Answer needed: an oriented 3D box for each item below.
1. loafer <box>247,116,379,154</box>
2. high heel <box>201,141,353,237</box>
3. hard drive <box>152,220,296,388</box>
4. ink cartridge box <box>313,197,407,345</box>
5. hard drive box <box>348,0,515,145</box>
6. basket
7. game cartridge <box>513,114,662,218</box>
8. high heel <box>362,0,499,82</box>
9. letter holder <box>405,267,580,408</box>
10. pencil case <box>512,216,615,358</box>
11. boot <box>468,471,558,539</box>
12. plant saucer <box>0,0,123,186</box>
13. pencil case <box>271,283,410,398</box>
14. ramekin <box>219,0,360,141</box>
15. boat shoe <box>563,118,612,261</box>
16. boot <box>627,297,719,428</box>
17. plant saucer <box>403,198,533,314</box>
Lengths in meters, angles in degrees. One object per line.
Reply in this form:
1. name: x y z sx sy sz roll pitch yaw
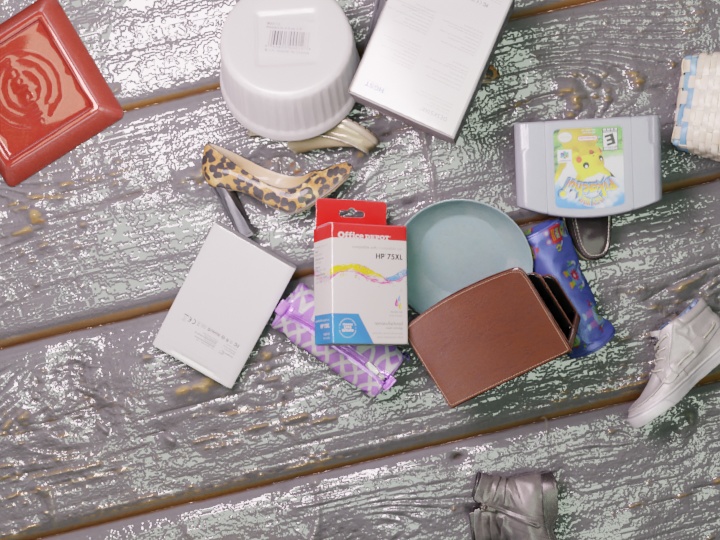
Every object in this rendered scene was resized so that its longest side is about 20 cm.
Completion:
1. loafer: -0.071 -0.193 1.544 0.197 0.076 0.069 17 96 7
2. high heel: -0.120 -0.146 1.542 0.198 0.071 0.144 -25 101 10
3. hard drive: -0.194 0.049 1.569 0.131 0.027 0.202 29 103 -3
4. ink cartridge box: 0.000 0.000 1.502 0.114 0.067 0.204 1 84 -24
5. hard drive box: 0.094 -0.291 1.449 0.154 0.077 0.203 25 92 6
6. basket: 0.534 -0.223 1.503 0.197 0.138 0.180 13 96 29
7. game cartridge: 0.310 -0.139 1.507 0.196 0.040 0.136 -3 96 8
8. high heel: 0.110 -0.342 1.520 0.197 0.071 0.145 16 101 7
9. letter holder: 0.176 0.071 1.510 0.198 0.101 0.143 -30 101 27
10. pencil case: 0.289 0.022 1.563 0.078 0.086 0.202 -22 96 45
11. boot: 0.223 0.392 1.606 0.129 0.070 0.204 -3 84 2
12. plant saucer: -0.467 -0.253 1.548 0.198 0.037 0.201 -31 95 1
13. pencil case: -0.032 0.102 1.560 0.198 0.086 0.085 34 105 -2
14. ramekin: -0.096 -0.285 1.480 0.197 0.098 0.204 -1 69 1
15. boat shoe: 0.320 -0.113 1.556 0.071 0.065 0.204 -4 95 0
16. boot: 0.440 0.129 1.584 0.199 0.074 0.096 -40 89 -6
17. plant saucer: 0.144 -0.015 1.555 0.197 0.039 0.204 4 117 8
